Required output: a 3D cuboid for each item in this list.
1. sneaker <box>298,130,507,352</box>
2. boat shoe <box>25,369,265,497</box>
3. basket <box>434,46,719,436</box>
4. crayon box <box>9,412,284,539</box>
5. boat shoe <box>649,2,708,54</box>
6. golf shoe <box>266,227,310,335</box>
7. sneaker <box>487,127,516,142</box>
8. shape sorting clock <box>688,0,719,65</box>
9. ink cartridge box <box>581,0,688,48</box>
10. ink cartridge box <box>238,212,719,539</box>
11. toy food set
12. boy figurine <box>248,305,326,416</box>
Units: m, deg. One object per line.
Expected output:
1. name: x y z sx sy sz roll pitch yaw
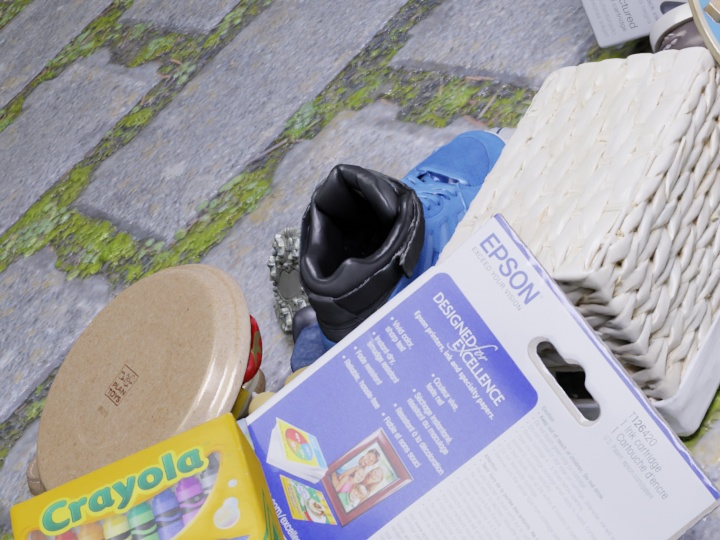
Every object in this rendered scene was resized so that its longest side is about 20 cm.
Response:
1. sneaker: 0.029 -0.036 0.956 0.076 0.112 0.201 12 54 33
2. boat shoe: -0.165 0.102 1.160 0.199 0.065 0.072 -30 31 14
3. basket: 0.147 -0.019 0.935 0.135 0.124 0.201 -3 45 44
4. crayon box: -0.097 0.155 0.786 0.125 0.052 0.201 -23 46 1
5. boat shoe: 0.284 -0.157 1.034 0.198 0.072 0.060 -18 55 20
6. golf shoe: 0.000 0.000 1.125 0.096 0.079 0.200 -4 -7 -25
7. sneaker: 0.101 -0.031 1.052 0.070 0.073 0.201 -16 39 26
8. shape sorting clock: 0.285 -0.156 0.941 0.201 0.199 0.039 -62 -3 -35
9. ink cartridge box: 0.237 -0.255 1.111 0.199 0.146 0.084 -13 18 39
10. ink cartridge box: 0.054 0.108 0.839 0.199 0.047 0.198 -38 63 4
11. toy food set: -0.141 0.086 1.057 0.199 0.049 0.199 6 65 49
12. boy figurine: -0.007 0.089 0.981 0.123 0.065 0.201 -5 30 3
